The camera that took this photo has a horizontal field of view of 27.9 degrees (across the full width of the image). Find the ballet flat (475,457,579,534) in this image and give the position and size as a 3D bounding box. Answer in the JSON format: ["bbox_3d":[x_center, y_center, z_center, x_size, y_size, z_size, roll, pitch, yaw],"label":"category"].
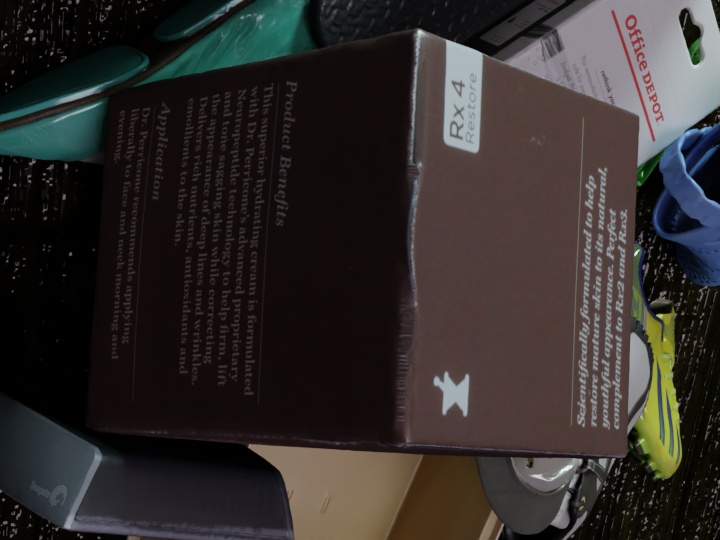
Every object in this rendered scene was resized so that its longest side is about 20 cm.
[{"bbox_3d":[0.098,0.070,0.830,0.067,0.064,0.200,-20,110,-28],"label":"ballet flat"}]

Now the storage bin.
[{"bbox_3d":[-0.015,0.132,0.882,0.200,0.094,0.199,14,105,-34],"label":"storage bin"}]

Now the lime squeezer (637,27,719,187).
[{"bbox_3d":[0.236,-0.133,0.902,0.038,0.071,0.200,38,134,-13],"label":"lime squeezer"}]

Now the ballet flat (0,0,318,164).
[{"bbox_3d":[-0.100,-0.092,0.741,0.200,0.067,0.071,-32,117,-15],"label":"ballet flat"}]

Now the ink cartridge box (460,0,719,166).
[{"bbox_3d":[0.116,-0.105,0.861,0.200,0.068,0.116,-34,125,-12],"label":"ink cartridge box"}]

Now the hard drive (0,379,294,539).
[{"bbox_3d":[-0.129,0.094,0.739,0.135,0.200,0.042,12,91,-33],"label":"hard drive"}]

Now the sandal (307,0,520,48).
[{"bbox_3d":[0.041,-0.162,0.803,0.200,0.048,0.075,-30,129,-35],"label":"sandal"}]

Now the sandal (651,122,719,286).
[{"bbox_3d":[0.220,-0.044,0.912,0.087,0.080,0.200,-23,156,-8],"label":"sandal"}]

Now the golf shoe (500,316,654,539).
[{"bbox_3d":[0.135,0.113,0.924,0.078,0.095,0.200,16,128,8],"label":"golf shoe"}]

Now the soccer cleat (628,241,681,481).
[{"bbox_3d":[0.193,0.065,0.989,0.084,0.065,0.200,-37,125,-12],"label":"soccer cleat"}]

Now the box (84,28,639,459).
[{"bbox_3d":[0.000,0.000,0.670,0.164,0.200,0.166,11,80,-48],"label":"box"}]
